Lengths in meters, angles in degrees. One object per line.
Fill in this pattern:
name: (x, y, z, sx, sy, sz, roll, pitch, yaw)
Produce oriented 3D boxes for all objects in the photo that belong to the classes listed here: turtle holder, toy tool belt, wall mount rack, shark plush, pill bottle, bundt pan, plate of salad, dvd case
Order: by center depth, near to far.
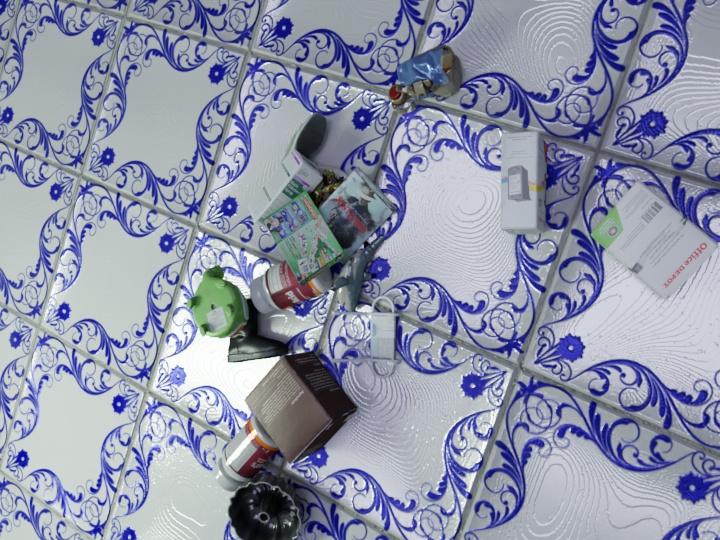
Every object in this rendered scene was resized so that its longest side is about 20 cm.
toy tool belt: (0.140, -0.461, 1.493, 0.195, 0.122, 0.128, -17, 81, 22)
wall mount rack: (0.019, 0.164, 1.546, 0.169, 0.074, 0.206, -1, 87, 23)
dvd case: (-0.026, -0.137, 1.580, 0.200, 0.022, 0.146, -44, 94, 14)
shark plush: (0.000, 0.000, 1.586, 0.082, 0.091, 0.203, 32, 84, -3)
bundt pan: (-0.237, 0.612, 1.615, 0.196, 0.076, 0.208, 3, 106, 10)
pill bottle: (-0.181, 0.033, 1.616, 0.196, 0.114, 0.117, -23, 79, 21)
turtle holder: (-0.364, 0.089, 1.620, 0.185, 0.131, 0.142, 39, 95, 24)
plate of salad: (-0.102, -0.172, 1.627, 0.195, 0.048, 0.206, -1, 87, 24)
pill bottle: (-0.295, 0.478, 1.650, 0.110, 0.109, 0.201, 46, 105, 18)

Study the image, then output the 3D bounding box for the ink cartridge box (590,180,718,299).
ink cartridge box: (0.602, -0.061, 1.298, 0.200, 0.084, 0.146, 46, 105, 19)

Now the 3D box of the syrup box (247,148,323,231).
syrup box: (-0.194, -0.202, 1.613, 0.200, 0.078, 0.082, -47, 43, 13)

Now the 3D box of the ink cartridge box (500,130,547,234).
ink cartridge box: (0.359, -0.187, 1.375, 0.083, 0.147, 0.206, 0, 89, 24)

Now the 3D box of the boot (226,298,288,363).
boot: (-0.287, 0.157, 1.685, 0.193, 0.073, 0.167, -9, 79, 21)

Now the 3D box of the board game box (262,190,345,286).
board game box: (-0.139, -0.082, 1.546, 0.133, 0.029, 0.202, -32, 68, -1)

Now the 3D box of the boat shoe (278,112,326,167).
boat shoe: (-0.158, -0.324, 1.645, 0.065, 0.073, 0.205, 48, 115, 46)

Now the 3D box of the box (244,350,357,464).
box: (-0.147, 0.333, 1.561, 0.165, 0.165, 0.201, -46, 71, 14)
